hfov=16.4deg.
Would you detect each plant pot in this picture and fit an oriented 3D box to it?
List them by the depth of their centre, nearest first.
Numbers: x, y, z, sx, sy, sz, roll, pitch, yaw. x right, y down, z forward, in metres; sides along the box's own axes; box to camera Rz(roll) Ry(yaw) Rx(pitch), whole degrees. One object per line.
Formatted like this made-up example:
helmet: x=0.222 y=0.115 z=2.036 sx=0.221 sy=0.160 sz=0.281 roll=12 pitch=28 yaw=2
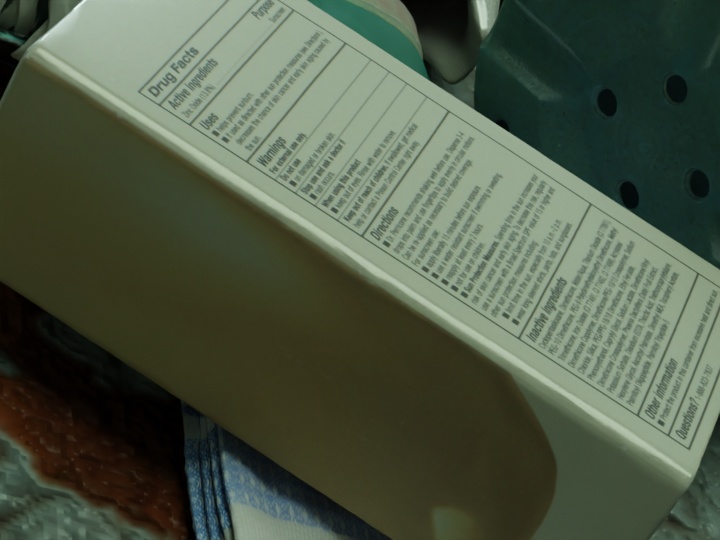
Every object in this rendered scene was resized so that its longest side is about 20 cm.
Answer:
plant pot: x=0.156 y=-0.060 z=0.825 sx=0.196 sy=0.200 sz=0.200 roll=-19 pitch=58 yaw=-40

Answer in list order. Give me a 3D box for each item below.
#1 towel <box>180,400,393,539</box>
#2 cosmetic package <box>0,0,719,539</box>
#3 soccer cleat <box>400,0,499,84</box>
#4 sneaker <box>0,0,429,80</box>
towel: x=0.016 y=0.054 z=0.704 sx=0.147 sy=0.024 sz=0.200 roll=16 pitch=37 yaw=-24
cosmetic package: x=0.000 y=0.000 z=0.673 sx=0.200 sy=0.071 sz=0.105 roll=34 pitch=34 yaw=2
soccer cleat: x=-0.038 y=-0.118 z=0.838 sx=0.200 sy=0.070 sz=0.086 roll=12 pitch=50 yaw=-22
sneaker: x=-0.061 y=-0.072 z=0.759 sx=0.200 sy=0.071 sz=0.080 roll=15 pitch=33 yaw=-26
